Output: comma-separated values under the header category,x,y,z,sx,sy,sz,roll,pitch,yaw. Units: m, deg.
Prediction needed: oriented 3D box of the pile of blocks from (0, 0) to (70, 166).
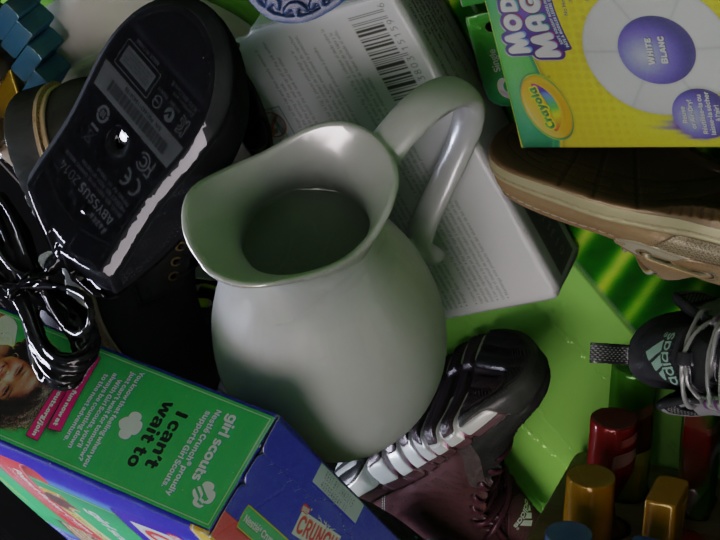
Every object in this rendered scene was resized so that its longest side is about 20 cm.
category,x,y,z,sx,sy,sz,roll,pitch,yaw
pile of blocks,-0.205,-0.132,1.388,0.082,0.062,0.201,-3,119,33

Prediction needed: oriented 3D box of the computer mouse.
category,x,y,z,sx,sy,sz,roll,pitch,yaw
computer mouse,-0.117,-0.051,1.307,0.200,0.053,0.139,-50,59,23

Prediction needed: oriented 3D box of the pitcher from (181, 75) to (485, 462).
category,x,y,z,sx,sy,sz,roll,pitch,yaw
pitcher,0.000,0.000,1.330,0.121,0.171,0.200,48,164,29

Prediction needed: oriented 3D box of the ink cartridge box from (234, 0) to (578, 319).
category,x,y,z,sx,sy,sz,roll,pitch,yaw
ink cartridge box,-0.003,-0.058,1.387,0.173,0.044,0.201,-11,123,34

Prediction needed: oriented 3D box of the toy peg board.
category,x,y,z,sx,sy,sz,roll,pitch,yaw
toy peg board,0.184,0.131,1.367,0.199,0.199,0.098,10,117,17

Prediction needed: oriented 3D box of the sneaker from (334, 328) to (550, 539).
category,x,y,z,sx,sy,sz,roll,pitch,yaw
sneaker,0.076,0.108,1.483,0.115,0.076,0.200,36,145,-14

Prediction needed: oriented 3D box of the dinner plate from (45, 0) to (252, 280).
category,x,y,z,sx,sy,sz,roll,pitch,yaw
dinner plate,-0.106,-0.068,1.443,0.199,0.024,0.201,13,134,14

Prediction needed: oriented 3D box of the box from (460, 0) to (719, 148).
category,x,y,z,sx,sy,sz,roll,pitch,yaw
box,0.139,-0.118,1.264,0.199,0.048,0.118,2,129,27

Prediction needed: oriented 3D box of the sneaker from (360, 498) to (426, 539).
category,x,y,z,sx,sy,sz,roll,pitch,yaw
sneaker,0.043,0.180,1.487,0.079,0.076,0.200,-8,149,29

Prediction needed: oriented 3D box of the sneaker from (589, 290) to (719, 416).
category,x,y,z,sx,sy,sz,roll,pitch,yaw
sneaker,0.175,0.049,1.310,0.139,0.200,0.078,11,88,25

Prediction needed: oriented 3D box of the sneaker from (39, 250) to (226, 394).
category,x,y,z,sx,sy,sz,roll,pitch,yaw
sneaker,-0.090,0.026,1.498,0.199,0.072,0.083,27,122,-6

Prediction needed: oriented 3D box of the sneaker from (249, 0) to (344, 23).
category,x,y,z,sx,sy,sz,roll,pitch,yaw
sneaker,0.032,-0.188,1.247,0.199,0.078,0.070,-23,116,14

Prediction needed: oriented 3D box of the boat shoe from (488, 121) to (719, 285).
category,x,y,z,sx,sy,sz,roll,pitch,yaw
boat shoe,0.158,-0.023,1.319,0.199,0.071,0.065,16,133,11

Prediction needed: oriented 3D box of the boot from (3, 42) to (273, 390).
category,x,y,z,sx,sy,sz,roll,pitch,yaw
boot,-0.088,-0.017,1.380,0.138,0.078,0.201,-13,120,27

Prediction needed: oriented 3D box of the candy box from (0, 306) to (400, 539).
category,x,y,z,sx,sy,sz,roll,pitch,yaw
candy box,-0.100,0.110,1.366,0.199,0.077,0.169,17,160,33
